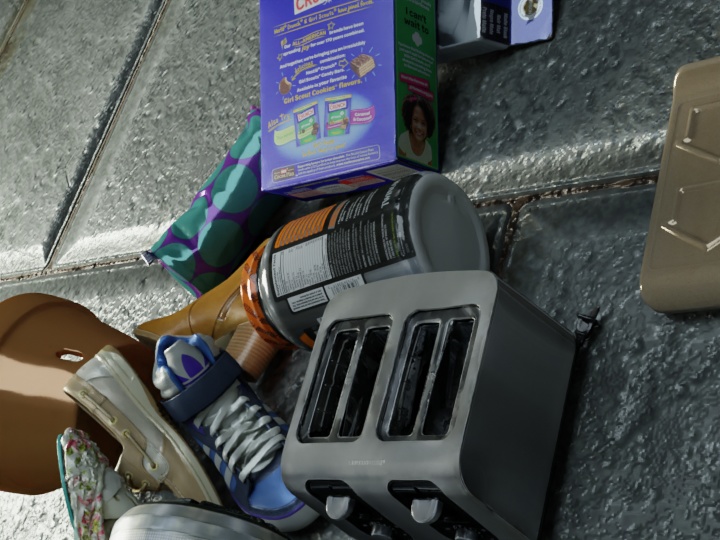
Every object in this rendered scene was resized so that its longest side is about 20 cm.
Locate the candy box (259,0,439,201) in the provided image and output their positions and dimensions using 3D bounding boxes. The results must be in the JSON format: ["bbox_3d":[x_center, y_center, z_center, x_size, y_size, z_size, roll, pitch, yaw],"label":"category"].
[{"bbox_3d":[-0.013,-0.181,1.176,0.168,0.077,0.202,-8,78,37],"label":"candy box"}]

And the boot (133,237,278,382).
[{"bbox_3d":[-0.127,0.032,1.204,0.200,0.071,0.145,6,59,45],"label":"boot"}]

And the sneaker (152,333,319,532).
[{"bbox_3d":[-0.115,0.125,1.032,0.081,0.147,0.200,-42,34,-6],"label":"sneaker"}]

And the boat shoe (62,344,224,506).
[{"bbox_3d":[-0.190,0.163,1.079,0.069,0.074,0.200,-35,76,-15],"label":"boat shoe"}]

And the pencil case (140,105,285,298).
[{"bbox_3d":[-0.137,-0.070,1.272,0.092,0.085,0.200,36,88,36],"label":"pencil case"}]

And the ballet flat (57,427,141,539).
[{"bbox_3d":[-0.210,0.228,1.025,0.063,0.076,0.201,-10,79,0],"label":"ballet flat"}]

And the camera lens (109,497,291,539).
[{"bbox_3d":[-0.131,0.285,0.915,0.159,0.160,0.201,-13,51,40],"label":"camera lens"}]

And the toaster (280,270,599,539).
[{"bbox_3d":[0.057,0.099,0.901,0.180,0.119,0.201,-7,57,42],"label":"toaster"}]

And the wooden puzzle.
[{"bbox_3d":[0.296,-0.067,0.851,0.184,0.046,0.201,-9,59,43],"label":"wooden puzzle"}]

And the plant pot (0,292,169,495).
[{"bbox_3d":[-0.281,0.128,1.194,0.139,0.200,0.201,6,64,30],"label":"plant pot"}]

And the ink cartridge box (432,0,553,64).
[{"bbox_3d":[0.093,-0.304,1.189,0.199,0.040,0.201,-7,77,38],"label":"ink cartridge box"}]

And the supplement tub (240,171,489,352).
[{"bbox_3d":[0.000,0.000,1.040,0.199,0.122,0.123,-19,48,37],"label":"supplement tub"}]

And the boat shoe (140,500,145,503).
[{"bbox_3d":[-0.211,0.276,1.087,0.071,0.064,0.200,-45,39,10],"label":"boat shoe"}]
